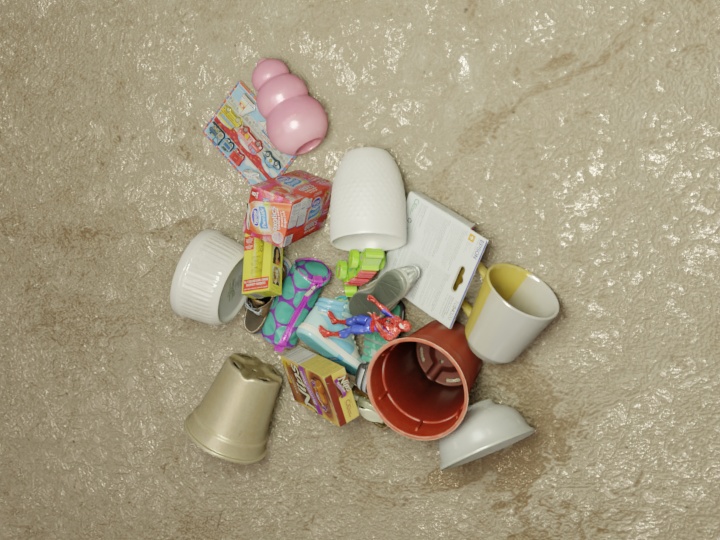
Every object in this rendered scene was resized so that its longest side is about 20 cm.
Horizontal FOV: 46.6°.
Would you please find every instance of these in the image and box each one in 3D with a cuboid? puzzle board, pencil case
[{"bbox_3d":[-0.231,-0.275,1.761,0.200,0.017,0.151,47,119,6],"label":"puzzle board"},{"bbox_3d":[-0.139,0.070,1.773,0.084,0.093,0.201,15,119,-23],"label":"pencil case"}]

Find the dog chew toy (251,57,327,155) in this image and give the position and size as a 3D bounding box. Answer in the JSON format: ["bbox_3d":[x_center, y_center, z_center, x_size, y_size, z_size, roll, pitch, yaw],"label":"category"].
[{"bbox_3d":[-0.149,-0.330,1.652,0.124,0.124,0.201,-34,80,29],"label":"dog chew toy"}]

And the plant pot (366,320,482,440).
[{"bbox_3d":[0.140,0.194,1.614,0.199,0.195,0.203,7,107,23],"label":"plant pot"}]

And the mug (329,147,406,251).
[{"bbox_3d":[0.002,-0.133,1.622,0.200,0.147,0.177,-21,66,58],"label":"mug"}]

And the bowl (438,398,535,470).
[{"bbox_3d":[0.230,0.310,1.624,0.200,0.200,0.091,-33,70,29],"label":"bowl"}]

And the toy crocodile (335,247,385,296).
[{"bbox_3d":[0.000,0.000,1.656,0.200,0.067,0.062,139,132,-64],"label":"toy crocodile"}]

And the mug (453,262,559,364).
[{"bbox_3d":[0.266,0.080,1.574,0.148,0.187,0.154,10,127,-22],"label":"mug"}]

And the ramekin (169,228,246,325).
[{"bbox_3d":[-0.307,0.021,1.779,0.104,0.200,0.202,21,113,14],"label":"ramekin"}]

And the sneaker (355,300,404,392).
[{"bbox_3d":[0.049,0.156,1.729,0.074,0.087,0.202,20,89,28],"label":"sneaker"}]

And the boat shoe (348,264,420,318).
[{"bbox_3d":[0.045,0.049,1.649,0.075,0.065,0.202,56,140,10],"label":"boat shoe"}]

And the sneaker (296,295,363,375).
[{"bbox_3d":[-0.029,0.130,1.749,0.200,0.131,0.079,41,155,-28],"label":"sneaker"}]

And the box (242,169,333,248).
[{"bbox_3d":[-0.139,-0.126,1.654,0.095,0.200,0.100,22,113,16],"label":"box"}]

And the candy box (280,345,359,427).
[{"bbox_3d":[-0.088,0.240,1.753,0.200,0.056,0.118,16,127,58],"label":"candy box"}]

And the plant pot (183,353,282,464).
[{"bbox_3d":[-0.265,0.294,1.856,0.199,0.200,0.185,29,103,15],"label":"plant pot"}]

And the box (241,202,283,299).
[{"bbox_3d":[-0.202,-0.046,1.742,0.075,0.050,0.202,-7,72,27],"label":"box"}]

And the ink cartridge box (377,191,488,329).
[{"bbox_3d":[0.143,-0.022,1.614,0.199,0.043,0.198,35,117,29],"label":"ink cartridge box"}]

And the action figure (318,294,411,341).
[{"bbox_3d":[0.003,0.088,1.600,0.199,0.065,0.099,1,135,33],"label":"action figure"}]

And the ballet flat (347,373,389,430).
[{"bbox_3d":[-0.005,0.272,1.779,0.199,0.067,0.068,30,116,16],"label":"ballet flat"}]

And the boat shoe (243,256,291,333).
[{"bbox_3d":[-0.218,0.058,1.817,0.072,0.072,0.201,30,115,15],"label":"boat shoe"}]
